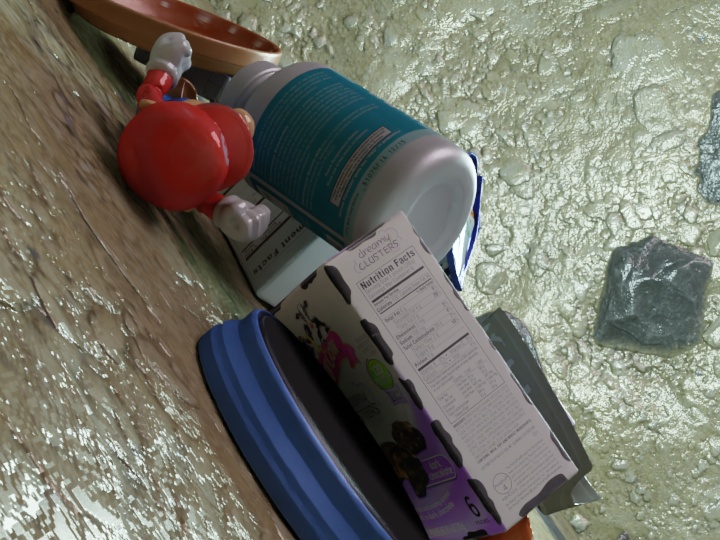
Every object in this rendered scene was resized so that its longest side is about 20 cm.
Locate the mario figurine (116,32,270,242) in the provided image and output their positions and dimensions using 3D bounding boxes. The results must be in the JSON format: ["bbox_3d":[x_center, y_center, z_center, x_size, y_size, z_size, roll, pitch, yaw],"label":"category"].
[{"bbox_3d":[-0.106,-0.093,0.898,0.123,0.107,0.200,28,5,-15],"label":"mario figurine"}]

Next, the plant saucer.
[{"bbox_3d":[-0.166,-0.213,1.128,0.199,0.033,0.200,20,15,-6],"label":"plant saucer"}]

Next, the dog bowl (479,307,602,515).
[{"bbox_3d":[0.152,0.136,1.192,0.201,0.058,0.200,62,1,-1],"label":"dog bowl"}]

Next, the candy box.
[{"bbox_3d":[0.029,0.082,0.865,0.201,0.071,0.168,55,-25,2],"label":"candy box"}]

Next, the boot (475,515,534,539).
[{"bbox_3d":[0.114,0.185,1.253,0.108,0.074,0.201,79,-14,-48],"label":"boot"}]

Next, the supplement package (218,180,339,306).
[{"bbox_3d":[-0.048,-0.055,1.117,0.117,0.117,0.201,36,17,-45],"label":"supplement package"}]

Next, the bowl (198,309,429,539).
[{"bbox_3d":[-0.021,0.109,0.761,0.201,0.039,0.201,55,4,-5],"label":"bowl"}]

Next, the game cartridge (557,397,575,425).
[{"bbox_3d":[0.140,0.163,1.381,0.130,0.038,0.200,53,-40,12],"label":"game cartridge"}]

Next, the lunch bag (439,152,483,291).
[{"bbox_3d":[0.039,-0.060,1.391,0.201,0.168,0.125,-72,152,-54],"label":"lunch bag"}]

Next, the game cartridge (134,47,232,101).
[{"bbox_3d":[-0.114,-0.171,1.255,0.129,0.039,0.199,36,10,33],"label":"game cartridge"}]

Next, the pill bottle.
[{"bbox_3d":[-0.018,-0.084,0.955,0.199,0.111,0.111,36,-6,31],"label":"pill bottle"}]
